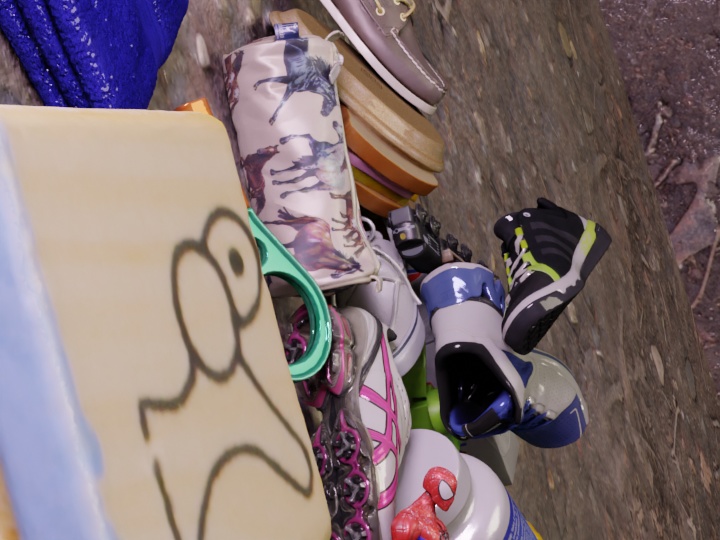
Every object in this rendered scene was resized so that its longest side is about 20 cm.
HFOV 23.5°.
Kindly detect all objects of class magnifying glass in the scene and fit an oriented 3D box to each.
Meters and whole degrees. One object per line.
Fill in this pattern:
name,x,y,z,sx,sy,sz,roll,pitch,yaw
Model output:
magnifying glass,-0.076,-0.019,1.155,0.080,0.022,0.200,-25,92,-43

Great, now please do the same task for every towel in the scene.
towel,-0.154,-0.168,1.034,0.200,0.049,0.148,-79,148,-54

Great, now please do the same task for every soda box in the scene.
soda box,0.071,0.091,1.467,0.063,0.068,0.200,-66,138,-63

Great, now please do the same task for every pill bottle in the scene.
pill bottle,0.071,0.207,1.300,0.112,0.112,0.200,-88,156,-43

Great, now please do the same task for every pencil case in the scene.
pencil case,-0.039,-0.073,1.236,0.078,0.089,0.200,10,67,-70

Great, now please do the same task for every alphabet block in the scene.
alphabet block,-0.147,0.054,0.634,0.200,0.196,0.196,-10,86,-72

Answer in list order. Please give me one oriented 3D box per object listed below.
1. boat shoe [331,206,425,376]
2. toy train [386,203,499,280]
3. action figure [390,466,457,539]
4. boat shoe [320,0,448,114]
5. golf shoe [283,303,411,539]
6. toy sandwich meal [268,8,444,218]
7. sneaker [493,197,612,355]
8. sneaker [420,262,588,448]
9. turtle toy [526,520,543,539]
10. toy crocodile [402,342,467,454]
boat shoe,0.004,-0.002,1.333,0.202,0.074,0.086,-87,155,-51
toy train,0.072,0.000,1.384,0.200,0.034,0.046,38,40,-59
action figure,0.034,0.229,1.147,0.065,0.052,0.200,7,93,-66
boat shoe,0.007,-0.216,1.416,0.200,0.060,0.072,49,10,4
golf shoe,0.007,0.117,1.200,0.092,0.073,0.200,12,62,-39
toy sandwich meal,-0.011,-0.123,1.369,0.205,0.070,0.205,41,11,-10
sneaker,0.130,-0.002,1.337,0.083,0.072,0.200,38,27,4
sneaker,0.105,0.098,1.352,0.199,0.080,0.115,50,32,-38
turtle toy,0.148,0.315,1.451,0.146,0.101,0.200,56,-4,45
toy crocodile,0.060,0.144,1.388,0.062,0.067,0.200,-71,142,-59
